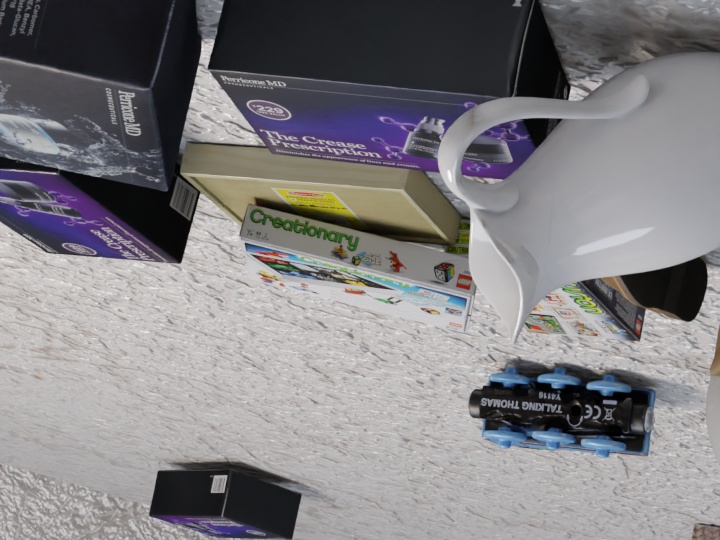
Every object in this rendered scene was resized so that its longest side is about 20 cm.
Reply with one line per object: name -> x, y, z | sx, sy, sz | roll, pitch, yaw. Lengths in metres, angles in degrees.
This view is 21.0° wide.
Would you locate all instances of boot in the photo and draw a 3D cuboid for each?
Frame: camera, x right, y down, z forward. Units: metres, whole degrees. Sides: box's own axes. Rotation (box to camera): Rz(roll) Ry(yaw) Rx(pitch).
boot -> 0.203, -0.009, 1.505 | 0.075, 0.074, 0.200 | 15, 169, 30

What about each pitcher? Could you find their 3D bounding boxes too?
pitcher -> 0.149, -0.065, 1.161 | 0.199, 0.122, 0.172 | -28, 139, -2

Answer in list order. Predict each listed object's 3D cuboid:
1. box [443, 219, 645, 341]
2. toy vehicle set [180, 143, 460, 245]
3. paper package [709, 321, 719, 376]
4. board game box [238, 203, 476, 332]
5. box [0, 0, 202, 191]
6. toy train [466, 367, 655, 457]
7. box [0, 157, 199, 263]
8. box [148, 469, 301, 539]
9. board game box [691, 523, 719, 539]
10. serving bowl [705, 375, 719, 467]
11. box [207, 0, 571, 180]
box -> 0.160, 0.010, 1.651 | 0.109, 0.035, 0.200 | 4, 161, 28
toy vehicle set -> -0.031, -0.061, 1.572 | 0.199, 0.027, 0.124 | 6, 162, 23
paper package -> 0.386, 0.036, 1.446 | 0.199, 0.104, 0.191 | 15, 163, -5
board game box -> 0.000, 0.000, 1.628 | 0.199, 0.035, 0.126 | 14, 165, 4
box -> -0.210, -0.152, 1.245 | 0.199, 0.118, 0.197 | 11, 164, 1
toy train -> 0.212, 0.149, 2.002 | 0.199, 0.087, 0.114 | 3, 171, 23
box -> -0.240, -0.078, 1.562 | 0.140, 0.079, 0.200 | 7, 163, 27
box -> -0.209, 0.361, 2.986 | 0.141, 0.079, 0.199 | 21, 162, -36
board game box -> 0.543, 0.423, 2.637 | 0.158, 0.097, 0.200 | 5, 162, 24
serving bowl -> 0.382, 0.115, 1.556 | 0.199, 0.201, 0.066 | 14, 156, -6
box -> 0.022, -0.123, 1.238 | 0.199, 0.079, 0.141 | 7, 160, 18
